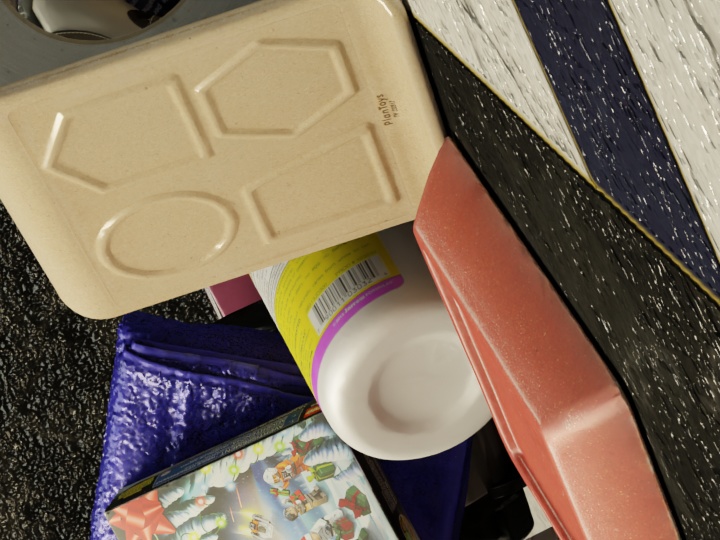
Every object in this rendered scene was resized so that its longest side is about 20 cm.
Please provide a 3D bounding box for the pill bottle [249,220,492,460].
[{"bbox_3d":[0.000,0.000,1.412,0.200,0.104,0.104,60,176,49],"label":"pill bottle"}]

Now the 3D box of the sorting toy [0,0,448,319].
[{"bbox_3d":[-0.064,-0.056,1.217,0.185,0.199,0.037,68,-170,-57],"label":"sorting toy"}]

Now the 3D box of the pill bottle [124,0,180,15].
[{"bbox_3d":[-0.155,-0.148,1.467,0.200,0.116,0.116,45,-176,-21],"label":"pill bottle"}]

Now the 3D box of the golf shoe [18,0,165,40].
[{"bbox_3d":[-0.085,-0.103,1.366,0.200,0.095,0.078,43,-163,6],"label":"golf shoe"}]

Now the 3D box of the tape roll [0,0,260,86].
[{"bbox_3d":[-0.117,-0.141,1.285,0.201,0.200,0.066,62,175,19],"label":"tape roll"}]

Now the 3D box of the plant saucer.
[{"bbox_3d":[0.087,0.070,1.196,0.200,0.037,0.200,65,177,-40],"label":"plant saucer"}]

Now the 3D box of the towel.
[{"bbox_3d":[-0.042,0.107,1.458,0.050,0.199,0.148,-64,-17,-79],"label":"towel"}]

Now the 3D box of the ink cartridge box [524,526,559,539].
[{"bbox_3d":[0.131,0.238,1.422,0.200,0.084,0.145,63,177,-3],"label":"ink cartridge box"}]

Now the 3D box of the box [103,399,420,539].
[{"bbox_3d":[-0.027,0.179,1.431,0.200,0.137,0.040,62,-165,-9],"label":"box"}]

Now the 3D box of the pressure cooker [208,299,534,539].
[{"bbox_3d":[-0.003,0.108,1.568,0.200,0.178,0.176,69,161,-7],"label":"pressure cooker"}]

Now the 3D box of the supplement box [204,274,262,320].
[{"bbox_3d":[-0.039,-0.009,1.745,0.103,0.131,0.200,64,176,-8],"label":"supplement box"}]
